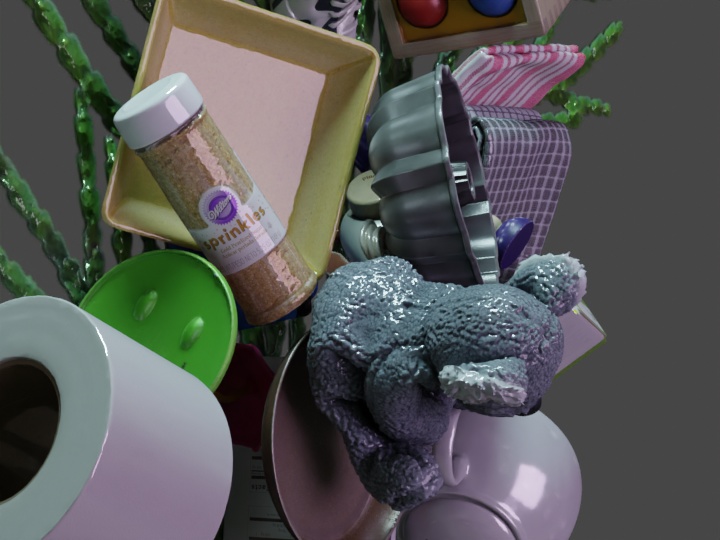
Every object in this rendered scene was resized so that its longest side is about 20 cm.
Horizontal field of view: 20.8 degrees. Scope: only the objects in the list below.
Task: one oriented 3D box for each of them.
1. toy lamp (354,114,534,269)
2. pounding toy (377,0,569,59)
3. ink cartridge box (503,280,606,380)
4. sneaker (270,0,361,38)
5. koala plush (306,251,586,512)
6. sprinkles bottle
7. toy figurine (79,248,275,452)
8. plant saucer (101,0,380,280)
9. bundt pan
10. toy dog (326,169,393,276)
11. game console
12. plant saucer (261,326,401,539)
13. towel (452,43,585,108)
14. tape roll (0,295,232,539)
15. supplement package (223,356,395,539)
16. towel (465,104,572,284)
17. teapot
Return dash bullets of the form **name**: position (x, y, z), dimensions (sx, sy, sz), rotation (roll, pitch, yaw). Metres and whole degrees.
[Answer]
- **toy lamp**: position (0.064, -0.078, 1.785), dimensions (0.058, 0.200, 0.058), rotation (-49, 161, -23)
- **pounding toy**: position (0.071, -0.307, 1.826), dimensions (0.142, 0.183, 0.201), rotation (-54, 132, -55)
- **ink cartridge box**: position (0.132, 0.056, 1.858), dimensions (0.076, 0.148, 0.200), rotation (57, 9, 27)
- **sneaker**: position (-0.010, -0.245, 1.729), dimensions (0.079, 0.129, 0.200), rotation (-40, 120, -47)
- **koala plush**: position (0.075, 0.063, 1.506), dimensions (0.184, 0.200, 0.177), rotation (54, 53, -18)
- **sprinkles bottle**: position (-0.111, -0.054, 1.525), dimensions (0.200, 0.068, 0.068), rotation (57, 44, -18)
- **toy figurine**: position (-0.138, 0.108, 1.553), dimensions (0.201, 0.150, 0.184), rotation (-58, 147, -8)
- **plant saucer**: position (-0.101, -0.111, 1.588), dimensions (0.199, 0.048, 0.201), rotation (16, 88, -24)
- **bundt pan**: position (0.057, -0.067, 1.643), dimensions (0.202, 0.075, 0.203), rotation (-12, 90, -79)
- **toy dog**: position (0.000, 0.000, 1.724), dimensions (0.200, 0.096, 0.132), rotation (-70, 142, -64)
- **game console**: position (-0.105, -0.058, 1.682), dimensions (0.170, 0.118, 0.201), rotation (-12, 99, -23)
- **plant saucer**: position (-0.022, 0.138, 1.584), dimensions (0.200, 0.032, 0.201), rotation (11, 76, -55)
- **towel**: position (0.125, -0.164, 1.914), dimensions (0.200, 0.146, 0.030), rotation (-10, 60, -55)
- **tape roll**: position (-0.208, 0.135, 1.368), dimensions (0.139, 0.202, 0.204), rotation (36, 60, -49)
- **supplement package**: position (-0.041, 0.177, 1.682), dimensions (0.114, 0.109, 0.201), rotation (9, 81, -54)
- **towel**: position (0.117, -0.056, 1.885), dimensions (0.165, 0.085, 0.201), rotation (-6, 117, -55)
- **teapot**: position (0.096, 0.209, 1.728), dimensions (0.200, 0.197, 0.146), rotation (41, 38, -10)
